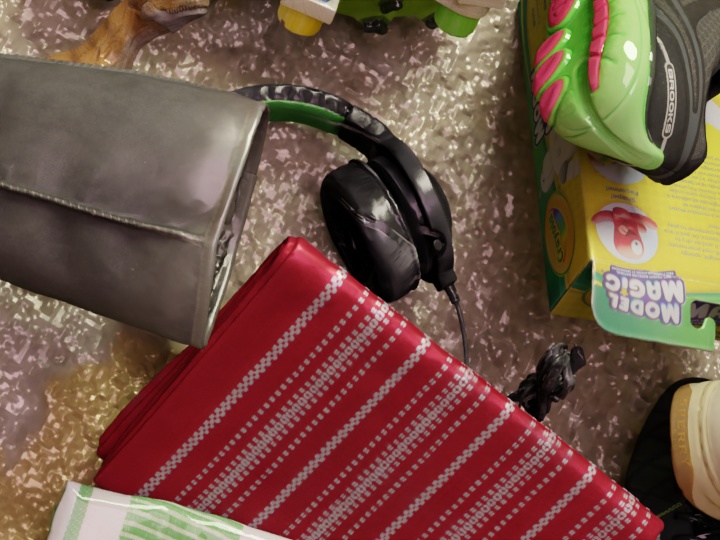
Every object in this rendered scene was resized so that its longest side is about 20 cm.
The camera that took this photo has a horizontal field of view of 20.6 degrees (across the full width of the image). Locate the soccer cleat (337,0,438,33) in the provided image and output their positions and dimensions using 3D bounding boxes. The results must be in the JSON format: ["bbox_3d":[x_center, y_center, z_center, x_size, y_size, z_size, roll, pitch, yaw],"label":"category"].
[{"bbox_3d":[-0.031,-0.154,0.861,0.199,0.068,0.082,5,74,-16],"label":"soccer cleat"}]

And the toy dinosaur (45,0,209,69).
[{"bbox_3d":[-0.143,-0.053,0.821,0.199,0.060,0.107,-28,89,0],"label":"toy dinosaur"}]

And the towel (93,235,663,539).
[{"bbox_3d":[0.005,0.091,0.817,0.200,0.023,0.145,38,114,-11],"label":"towel"}]

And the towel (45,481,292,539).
[{"bbox_3d":[-0.048,0.182,0.801,0.199,0.023,0.153,18,82,-3],"label":"towel"}]

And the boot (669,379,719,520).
[{"bbox_3d":[0.243,0.077,0.846,0.200,0.155,0.073,24,60,-48],"label":"boot"}]

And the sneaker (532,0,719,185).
[{"bbox_3d":[0.127,-0.113,0.858,0.084,0.077,0.201,38,48,-23],"label":"sneaker"}]

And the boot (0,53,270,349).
[{"bbox_3d":[-0.151,-0.009,0.766,0.199,0.073,0.183,19,95,-5],"label":"boot"}]

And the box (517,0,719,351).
[{"bbox_3d":[0.137,-0.044,0.879,0.117,0.048,0.201,10,53,-17],"label":"box"}]

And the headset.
[{"bbox_3d":[0.000,0.000,0.838,0.199,0.094,0.124,35,72,1],"label":"headset"}]

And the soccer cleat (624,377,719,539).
[{"bbox_3d":[0.149,0.145,0.872,0.067,0.081,0.201,13,77,-16],"label":"soccer cleat"}]

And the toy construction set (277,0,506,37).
[{"bbox_3d":[0.015,-0.177,0.801,0.130,0.092,0.201,3,62,-24],"label":"toy construction set"}]
